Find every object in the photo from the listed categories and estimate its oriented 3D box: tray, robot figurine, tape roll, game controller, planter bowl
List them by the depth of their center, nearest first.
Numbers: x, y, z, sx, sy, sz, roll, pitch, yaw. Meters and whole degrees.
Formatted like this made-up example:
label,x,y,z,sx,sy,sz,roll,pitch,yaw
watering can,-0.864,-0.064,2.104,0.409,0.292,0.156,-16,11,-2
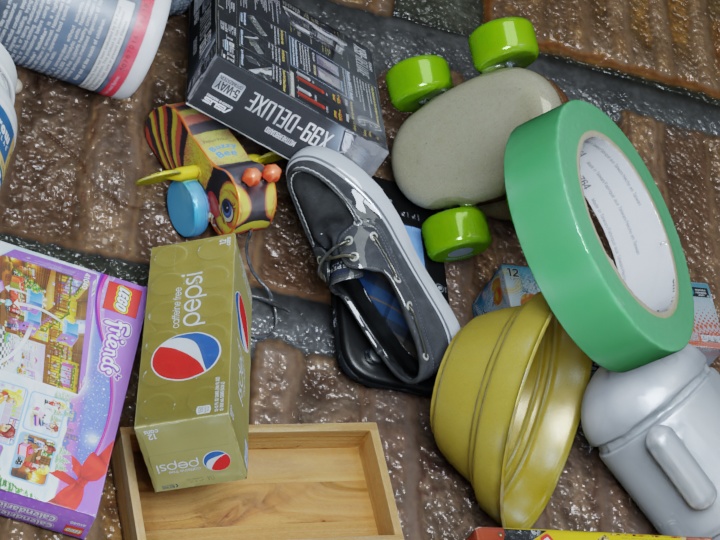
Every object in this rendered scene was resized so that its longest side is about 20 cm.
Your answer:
label,x,y,z,sx,sy,sz,roll,pitch,yaw
tray,-0.075,0.162,1.330,0.199,0.037,0.099,1,57,-23
tape roll,0.178,-0.026,1.364,0.200,0.048,0.201,42,35,-39
planter bowl,0.106,0.094,1.392,0.083,0.201,0.201,16,46,21
robot figurine,0.249,0.135,1.435,0.200,0.113,0.170,52,9,1
game controller,0.023,0.009,1.480,0.104,0.042,0.201,8,55,-20

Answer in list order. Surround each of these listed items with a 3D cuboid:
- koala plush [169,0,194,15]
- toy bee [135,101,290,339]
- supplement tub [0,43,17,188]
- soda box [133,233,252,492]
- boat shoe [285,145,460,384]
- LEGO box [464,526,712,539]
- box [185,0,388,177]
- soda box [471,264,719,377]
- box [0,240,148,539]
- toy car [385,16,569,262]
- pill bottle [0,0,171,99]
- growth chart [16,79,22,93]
label,x,y,z,sx,sy,sz,roll,pitch,yaw
koala plush,-0.167,-0.334,1.532,0.177,0.200,0.184,-10,62,-30
toy bee,-0.096,-0.067,1.437,0.200,0.109,0.131,44,49,10
supplement tub,-0.325,-0.074,1.306,0.144,0.145,0.200,18,54,-12
soda box,-0.117,0.062,1.317,0.068,0.064,0.200,-9,37,5
boat shoe,0.000,0.000,1.395,0.200,0.070,0.066,58,39,-7
LEGO box,0.169,0.271,1.338,0.199,0.077,0.149,5,55,-22
box,-0.061,-0.158,1.490,0.157,0.050,0.200,28,24,-20
soda box,0.195,0.046,1.520,0.199,0.064,0.069,6,55,-22
box,-0.235,0.079,1.311,0.136,0.039,0.200,18,51,-11
toy car,0.133,-0.096,1.548,0.200,0.157,0.165,12,61,-57
pill bottle,-0.259,-0.219,1.448,0.199,0.120,0.120,17,51,-22
growth chart,-0.381,-0.164,1.432,0.200,0.018,0.145,-27,71,-36
